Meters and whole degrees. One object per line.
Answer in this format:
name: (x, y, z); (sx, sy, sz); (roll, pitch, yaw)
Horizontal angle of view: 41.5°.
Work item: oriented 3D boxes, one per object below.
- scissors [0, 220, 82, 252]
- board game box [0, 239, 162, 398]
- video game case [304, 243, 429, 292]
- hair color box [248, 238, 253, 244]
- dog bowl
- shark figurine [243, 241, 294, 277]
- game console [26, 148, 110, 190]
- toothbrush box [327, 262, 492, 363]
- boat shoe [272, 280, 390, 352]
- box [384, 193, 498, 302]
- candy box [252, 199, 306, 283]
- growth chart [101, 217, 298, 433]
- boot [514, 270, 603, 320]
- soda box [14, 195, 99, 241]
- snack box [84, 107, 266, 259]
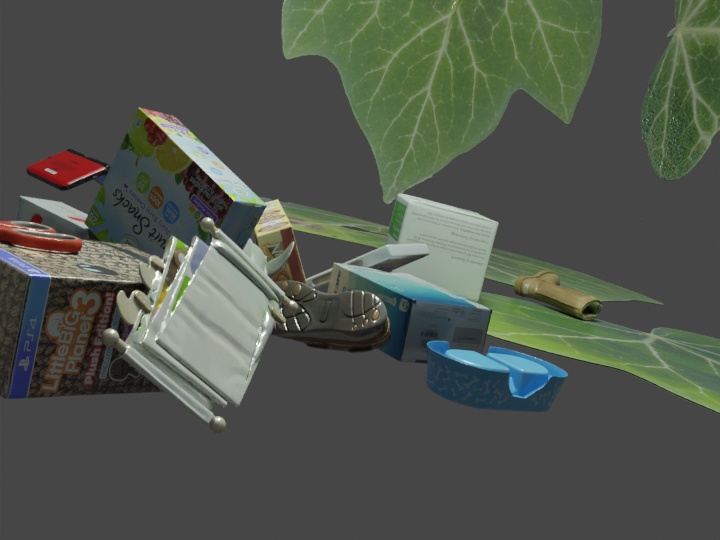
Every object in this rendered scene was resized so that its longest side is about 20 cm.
scissors: (-0.324, -0.038, 0.773); (0.072, 0.014, 0.198); (24, 10, 42)
board game box: (-0.250, 0.035, 0.828); (0.158, 0.099, 0.198); (20, 9, 38)
video game case: (0.000, 0.000, 1.488); (0.179, 0.024, 0.199); (-23, -6, 20)
hair color box: (-0.214, -0.016, 1.421); (0.107, 0.066, 0.200); (13, 6, -12)
dog bowl: (0.160, 0.129, 1.136); (0.197, 0.051, 0.111); (8, 9, -38)
shark figurine: (-0.162, -0.016, 1.200); (0.089, 0.129, 0.214); (36, 1, -24)
game console: (-0.609, -0.187, 2.091); (0.171, 0.121, 0.198); (-30, 34, -32)
toothbrush box: (0.060, 0.059, 1.311); (0.144, 0.087, 0.199); (8, 11, -36)
boat shoe: (-0.052, 0.065, 1.162); (0.196, 0.077, 0.072); (9, -30, 29)
box: (0.158, -0.050, 1.981); (0.196, 0.175, 0.199); (13, 7, -7)
candy box: (-0.119, -0.024, 1.369); (0.054, 0.118, 0.200); (-16, 17, -5)
growth chart: (-0.130, 0.037, 0.807); (0.145, 0.018, 0.201); (49, 34, -16)
boot: (0.485, 0.063, 2.243); (0.173, 0.068, 0.198); (-10, 22, -44)
soda box: (-0.392, -0.045, 1.279); (0.198, 0.065, 0.067); (22, 11, 42)
snack box: (-0.226, -0.067, 1.141); (0.200, 0.170, 0.067); (43, 22, 29)
